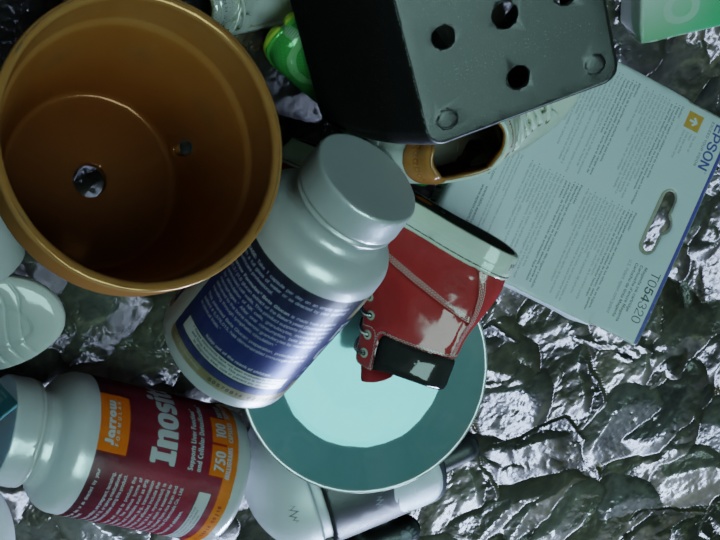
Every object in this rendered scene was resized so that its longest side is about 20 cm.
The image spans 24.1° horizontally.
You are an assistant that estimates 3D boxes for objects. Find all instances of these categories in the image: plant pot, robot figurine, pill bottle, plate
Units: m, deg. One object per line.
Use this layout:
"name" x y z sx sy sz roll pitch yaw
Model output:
"plant pot" -0.169 -0.075 1.152 0.198 0.140 0.202 4 80 -24
"plant pot" 0.063 -0.191 1.114 0.198 0.178 0.201 -20 117 -8
"robot figurine" -0.004 0.155 1.423 0.198 0.151 0.125 -21 155 -10
"pill bottle" -0.049 -0.001 1.204 0.110 0.112 0.200 18 131 -30
"pill bottle" -0.197 0.145 1.343 0.199 0.113 0.114 16 113 -30
"plate" 0.002 0.077 1.337 0.198 0.026 0.202 -2 101 -8

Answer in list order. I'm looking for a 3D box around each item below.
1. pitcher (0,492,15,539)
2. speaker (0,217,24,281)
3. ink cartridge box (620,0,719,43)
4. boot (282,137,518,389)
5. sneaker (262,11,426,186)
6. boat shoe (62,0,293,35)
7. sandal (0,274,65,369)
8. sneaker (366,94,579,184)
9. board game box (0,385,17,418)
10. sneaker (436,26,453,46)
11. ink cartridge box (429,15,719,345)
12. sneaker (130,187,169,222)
"pitcher" -0.318 0.262 1.336 0.121 0.171 0.202 -31 139 -49
"speaker" -0.299 -0.083 1.183 0.081 0.081 0.201 -19 125 -10
"ink cartridge box" 0.282 -0.289 1.312 0.159 0.050 0.202 -14 126 -14
"boot" 0.000 0.000 1.274 0.199 0.072 0.145 32 102 9
"sneaker" 0.006 -0.131 1.260 0.074 0.084 0.200 -43 135 10
"boat shoe" -0.109 -0.191 1.200 0.198 0.069 0.071 -9 120 -18
"sandal" -0.321 0.040 1.271 0.201 0.050 0.083 -14 122 4
"sneaker" 0.104 -0.106 1.233 0.199 0.084 0.073 -28 116 -30
"board game box" -0.373 0.107 1.224 0.200 0.047 0.151 -41 93 15
"sneaker" 0.019 -0.238 1.229 0.099 0.078 0.201 -28 117 5
"ink cartridge box" 0.168 -0.070 1.335 0.199 0.043 0.198 26 88 -15
"sneaker" -0.095 -0.032 1.306 0.108 0.067 0.202 -38 129 3
